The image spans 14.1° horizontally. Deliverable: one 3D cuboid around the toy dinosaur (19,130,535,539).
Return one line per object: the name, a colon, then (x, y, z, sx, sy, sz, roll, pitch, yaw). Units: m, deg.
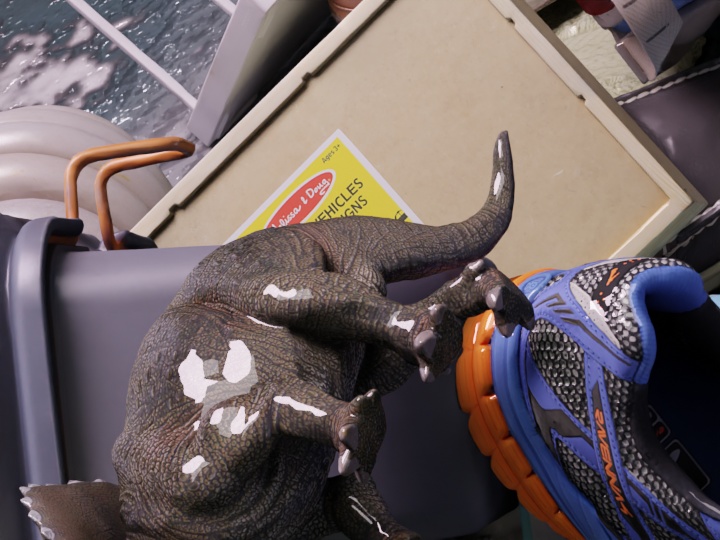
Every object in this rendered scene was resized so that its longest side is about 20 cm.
toy dinosaur: (-0.021, 0.026, 0.729, 0.102, 0.077, 0.201, 9, 60, 29)

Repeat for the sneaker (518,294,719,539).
sneaker: (0.119, 0.057, 0.849, 0.130, 0.080, 0.200, -20, 28, 17)

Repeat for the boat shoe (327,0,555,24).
boat shoe: (0.073, -0.146, 1.101, 0.199, 0.072, 0.076, -20, 24, 18)

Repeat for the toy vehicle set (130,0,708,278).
toy vehicle set: (0.000, 0.000, 0.963, 0.200, 0.124, 0.026, -43, -12, 12)

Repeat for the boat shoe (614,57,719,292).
boat shoe: (0.070, -0.015, 0.990, 0.200, 0.066, 0.072, -30, 67, 11)

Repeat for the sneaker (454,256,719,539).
sneaker: (0.110, 0.074, 0.756, 0.075, 0.200, 0.078, -51, 7, -29)

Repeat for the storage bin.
storage bin: (-0.025, 0.031, 0.865, 0.133, 0.147, 0.200, -7, -3, 6)

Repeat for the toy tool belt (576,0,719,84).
toy tool belt: (0.110, -0.139, 0.950, 0.123, 0.125, 0.200, -38, 0, 8)

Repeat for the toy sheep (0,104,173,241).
toy sheep: (-0.126, 0.002, 1.094, 0.137, 0.138, 0.200, -25, 28, 10)

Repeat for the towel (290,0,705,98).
towel: (0.036, -0.053, 1.111, 0.199, 0.037, 0.149, -13, 39, 27)

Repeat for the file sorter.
file sorter: (-0.035, -0.182, 1.203, 0.200, 0.124, 0.139, -49, -4, -23)
